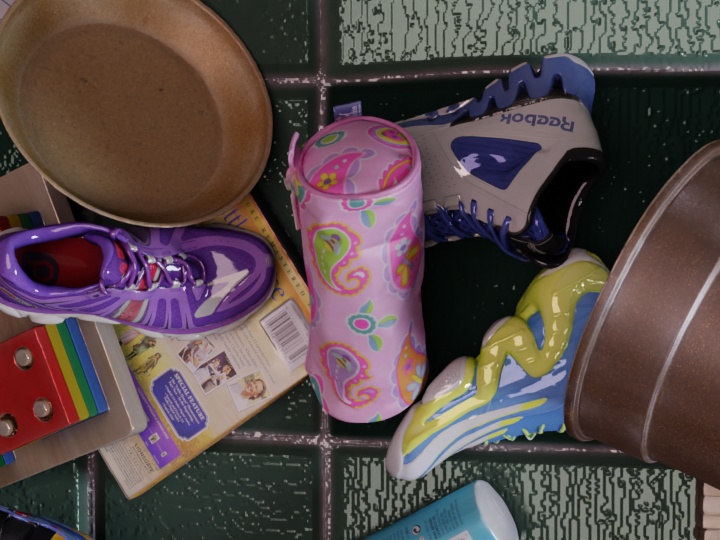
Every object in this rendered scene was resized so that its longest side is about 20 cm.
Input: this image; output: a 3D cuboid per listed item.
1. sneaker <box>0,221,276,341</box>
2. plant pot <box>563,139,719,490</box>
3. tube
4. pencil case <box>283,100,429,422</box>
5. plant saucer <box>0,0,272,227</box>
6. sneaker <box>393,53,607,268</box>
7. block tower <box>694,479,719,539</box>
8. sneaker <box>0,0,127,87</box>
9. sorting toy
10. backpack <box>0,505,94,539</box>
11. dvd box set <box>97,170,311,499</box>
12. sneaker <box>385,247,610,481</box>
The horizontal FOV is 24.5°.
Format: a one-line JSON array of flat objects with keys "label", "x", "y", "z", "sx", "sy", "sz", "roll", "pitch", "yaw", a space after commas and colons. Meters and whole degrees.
[{"label": "sneaker", "x": -0.148, "y": 0.004, "z": 1.086, "sx": 0.197, "sy": 0.083, "sz": 0.082, "roll": -2, "pitch": 83, "yaw": -19}, {"label": "plant pot", "x": 0.252, "y": 0.058, "z": 0.965, "sx": 0.197, "sy": 0.200, "sz": 0.202, "roll": 30, "pitch": 100, "yaw": 23}, {"label": "tube", "x": 0.012, "y": 0.213, "z": 1.129, "sx": 0.199, "sy": 0.050, "sz": 0.078, "roll": -32, "pitch": 80, "yaw": 19}, {"label": "pencil case", "x": 0.000, "y": 0.000, "z": 1.035, "sx": 0.086, "sy": 0.088, "sz": 0.202, "roll": 8, "pitch": 133, "yaw": 14}, {"label": "plant saucer", "x": -0.156, "y": -0.111, "z": 1.115, "sx": 0.201, "sy": 0.199, "sz": 0.035, "roll": 54, "pitch": 142, "yaw": 6}, {"label": "sneaker", "x": 0.075, "y": -0.047, "z": 1.066, "sx": 0.198, "sy": 0.081, "sz": 0.116, "roll": -28, "pitch": 54, "yaw": 14}, {"label": "block tower", "x": 0.241, "y": 0.215, "z": 1.055, "sx": 0.057, "sy": 0.054, "sz": 0.203, "roll": 3, "pitch": 86, "yaw": 7}, {"label": "sneaker", "x": -0.252, "y": -0.169, "z": 1.176, "sx": 0.198, "sy": 0.075, "sz": 0.088, "roll": 18, "pitch": 86, "yaw": 10}, {"label": "sorting toy", "x": -0.275, "y": 0.053, "z": 1.169, "sx": 0.197, "sy": 0.069, "sz": 0.202, "roll": -23, "pitch": 87, "yaw": 28}, {"label": "backpack", "x": -0.245, "y": 0.258, "z": 1.159, "sx": 0.181, "sy": 0.134, "sz": 0.203, "roll": 17, "pitch": 97, "yaw": 14}, {"label": "dvd box set", "x": -0.121, "y": 0.046, "z": 1.169, "sx": 0.199, "sy": 0.029, "sz": 0.147, "roll": -36, "pitch": 83, "yaw": 15}, {"label": "sneaker", "x": 0.109, "y": 0.086, "z": 1.088, "sx": 0.105, "sy": 0.076, "sz": 0.200, "roll": 44, "pitch": 101, "yaw": 8}]
